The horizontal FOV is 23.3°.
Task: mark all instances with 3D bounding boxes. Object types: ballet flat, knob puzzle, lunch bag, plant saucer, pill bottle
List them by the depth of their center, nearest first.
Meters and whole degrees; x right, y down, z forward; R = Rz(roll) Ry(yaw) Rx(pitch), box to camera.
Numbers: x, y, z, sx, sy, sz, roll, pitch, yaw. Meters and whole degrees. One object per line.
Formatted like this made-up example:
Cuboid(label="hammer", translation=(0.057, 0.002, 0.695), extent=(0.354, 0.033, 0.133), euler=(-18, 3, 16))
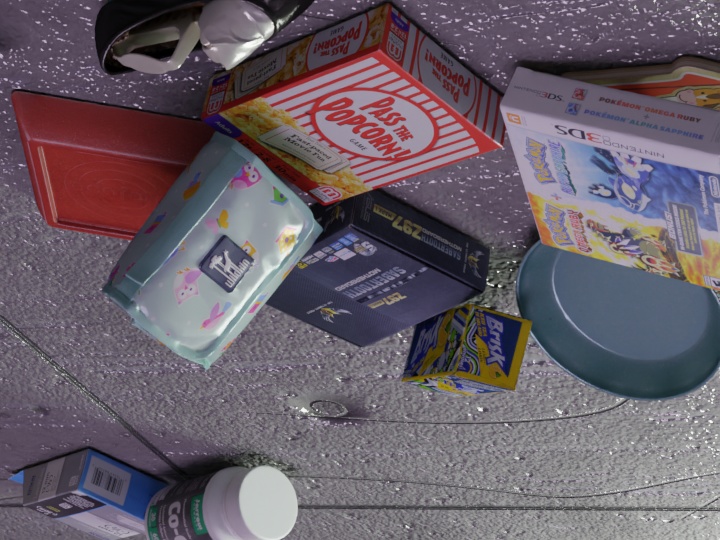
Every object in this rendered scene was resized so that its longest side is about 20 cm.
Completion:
Cuboid(label="ballet flat", translation=(-0.118, -0.182, 1.317), extent=(0.199, 0.069, 0.068), euler=(-9, 146, 32))
Cuboid(label="knob puzzle", translation=(0.274, -0.099, 1.375), extent=(0.219, 0.031, 0.220), euler=(8, 152, 4))
Cuboid(label="lunch bag", translation=(-0.126, -0.016, 1.446), extent=(0.122, 0.171, 0.200), euler=(39, 176, 8))
Cuboid(label="plant saucer", translation=(0.238, 0.030, 1.565), extent=(0.199, 0.036, 0.201), euler=(18, 135, 19))
Cuboid(label="plant saucer", translation=(-0.212, -0.079, 1.580), extent=(0.199, 0.037, 0.200), euler=(10, 152, 2))
Cuboid(label="pill bottle", translation=(-0.177, 0.312, 2.221), extent=(0.113, 0.114, 0.200), euler=(29, 147, -31))

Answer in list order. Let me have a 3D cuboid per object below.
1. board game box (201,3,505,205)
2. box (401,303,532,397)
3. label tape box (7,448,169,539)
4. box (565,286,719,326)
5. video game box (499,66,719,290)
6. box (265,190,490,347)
Cuboid(label="board game box", translation=(-0.005, -0.129, 1.401), extent=(0.199, 0.046, 0.151), euler=(-17, 142, 41))
Cuboid(label="box", translation=(0.098, 0.079, 1.670), extent=(0.064, 0.070, 0.200), euler=(17, 171, -11))
Cuboid(label="label tape box", translation=(-0.368, 0.308, 2.334), extent=(0.143, 0.066, 0.200), euler=(30, 145, -33))
Cuboid(label="box", translation=(0.308, 0.045, 1.625), extent=(0.199, 0.038, 0.136), euler=(-17, 141, 41))
Cuboid(label="video game box", translation=(0.215, -0.068, 1.378), extent=(0.182, 0.047, 0.200), euler=(18, 155, 27))
Cuboid(label="box", translation=(0.000, 0.000, 1.637), extent=(0.157, 0.051, 0.200), euler=(25, 149, -28))
